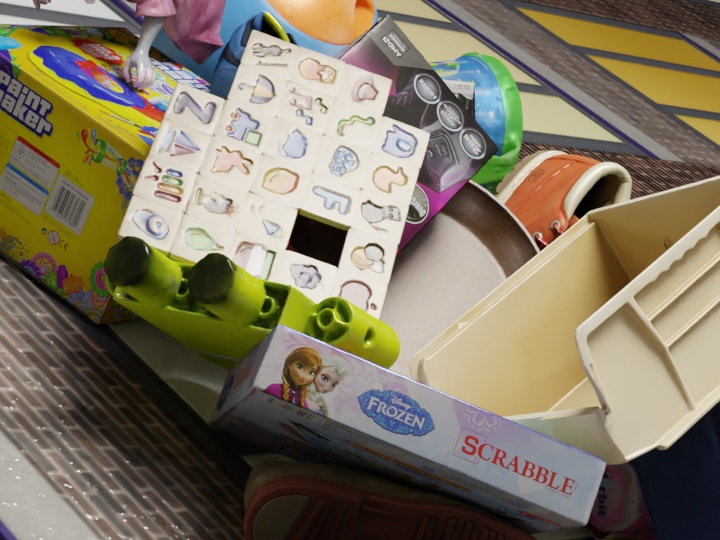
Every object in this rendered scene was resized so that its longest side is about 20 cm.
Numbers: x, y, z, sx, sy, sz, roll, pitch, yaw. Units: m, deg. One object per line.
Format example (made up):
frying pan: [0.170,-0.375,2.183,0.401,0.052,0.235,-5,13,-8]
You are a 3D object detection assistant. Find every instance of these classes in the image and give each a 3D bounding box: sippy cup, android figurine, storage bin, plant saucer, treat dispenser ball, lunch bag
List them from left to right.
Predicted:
android figurine: [-0.063,0.032,1.226,0.182,0.041,0.200,10,-14,34]
treat dispenser ball: [-0.083,-0.199,1.743,0.200,0.201,0.201,22,20,-8]
plant saucer: [0.038,0.015,1.403,0.200,0.035,0.201,12,55,-18]
sippy cup: [0.058,-0.132,1.869,0.130,0.140,0.178,-1,-8,-31]
storage bin: [0.158,0.038,1.291,0.094,0.198,0.200,58,-27,-10]
lunch bag: [0.271,0.139,1.316,0.136,0.132,0.200,-1,69,-47]

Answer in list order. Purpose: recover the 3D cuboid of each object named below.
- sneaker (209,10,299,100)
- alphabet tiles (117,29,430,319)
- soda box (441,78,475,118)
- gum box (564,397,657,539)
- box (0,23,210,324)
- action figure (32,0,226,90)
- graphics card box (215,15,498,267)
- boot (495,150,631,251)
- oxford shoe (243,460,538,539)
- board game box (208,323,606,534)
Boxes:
sneaker: [-0.067,-0.151,1.472,0.066,0.079,0.200,23,17,-6]
alphabet tiles: [-0.047,-0.067,1.294,0.167,0.008,0.200,19,51,-4]
soda box: [-0.005,-0.102,1.539,0.071,0.064,0.200,1,-3,-42]
gum box: [0.164,0.115,1.441,0.113,0.066,0.200,7,27,-43]
box: [-0.173,-0.073,1.432,0.200,0.122,0.192,34,20,23]
action figure: [-0.147,-0.215,1.447,0.134,0.149,0.200,38,7,15]
graphics card box: [-0.008,-0.067,1.367,0.126,0.051,0.200,50,51,-6]
boot: [0.119,-0.009,1.505,0.075,0.200,0.107,45,-18,-26]
oxford shoe: [0.028,0.148,1.190,0.200,0.071,0.075,20,17,-15]
board game box: [0.020,0.100,1.197,0.200,0.041,0.200,23,-14,-7]
